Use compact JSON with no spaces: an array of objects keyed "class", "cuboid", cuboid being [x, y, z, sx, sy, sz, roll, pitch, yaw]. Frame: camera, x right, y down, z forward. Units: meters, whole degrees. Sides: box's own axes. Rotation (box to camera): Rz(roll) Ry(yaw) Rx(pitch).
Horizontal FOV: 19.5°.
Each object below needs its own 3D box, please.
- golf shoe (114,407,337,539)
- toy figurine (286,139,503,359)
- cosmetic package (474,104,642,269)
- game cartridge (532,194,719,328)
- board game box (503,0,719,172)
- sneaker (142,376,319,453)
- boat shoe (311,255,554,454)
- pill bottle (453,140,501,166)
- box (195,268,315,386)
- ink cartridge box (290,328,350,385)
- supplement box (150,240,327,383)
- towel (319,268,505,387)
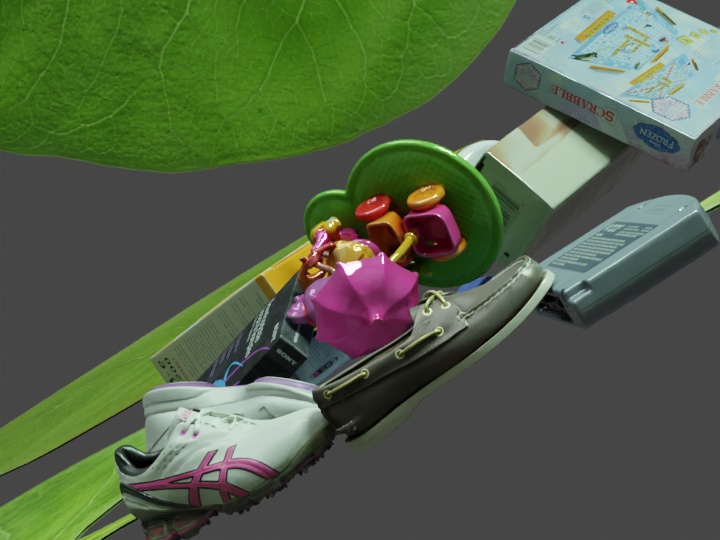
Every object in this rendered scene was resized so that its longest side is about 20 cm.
[{"class":"golf shoe","cuboid":[-0.109,0.143,1.612,0.200,0.092,0.073,-27,6,29]},{"class":"toy figurine","cuboid":[0.000,0.000,1.798,0.200,0.150,0.184,-8,27,32]},{"class":"cosmetic package","cuboid":[0.183,-0.096,1.976,0.200,0.087,0.103,-36,-17,-43]},{"class":"game cartridge","cuboid":[0.195,-0.009,1.572,0.133,0.042,0.200,-28,5,-5]},{"class":"board game box","cuboid":[0.270,-0.188,1.984,0.200,0.199,0.041,-37,-32,-44]},{"class":"sneaker","cuboid":[-0.093,0.140,1.727,0.200,0.100,0.075,-6,-17,33]},{"class":"boat shoe","cuboid":[0.053,0.052,1.544,0.200,0.060,0.072,-40,5,12]},{"class":"pill bottle","cuboid":[0.093,-0.056,2.121,0.112,0.113,0.200,-35,6,-28]},{"class":"box","cuboid":[-0.110,0.101,1.856,0.200,0.036,0.143,-46,13,21]},{"class":"ink cartridge box","cuboid":[-0.033,0.074,1.973,0.200,0.043,0.196,-35,0,-32]},{"class":"supplement box","cuboid":[-0.095,0.048,2.019,0.200,0.074,0.126,-36,0,43]},{"class":"towel","cuboid":[0.042,0.061,1.844,0.200,0.024,0.145,-34,5,-13]}]
